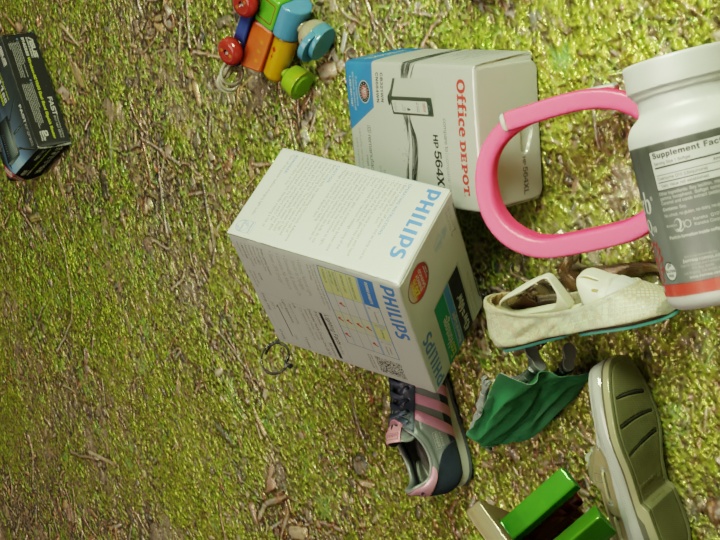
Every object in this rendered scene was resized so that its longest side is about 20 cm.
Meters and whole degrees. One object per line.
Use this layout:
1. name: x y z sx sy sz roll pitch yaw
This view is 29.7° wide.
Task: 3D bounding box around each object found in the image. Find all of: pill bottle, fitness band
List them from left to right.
1. fitness band: 0.195 -0.088 1.222 0.199 0.037 0.144 -13 94 30
2. pill bottle: 0.283 -0.077 1.100 0.116 0.115 0.201 -13 92 54

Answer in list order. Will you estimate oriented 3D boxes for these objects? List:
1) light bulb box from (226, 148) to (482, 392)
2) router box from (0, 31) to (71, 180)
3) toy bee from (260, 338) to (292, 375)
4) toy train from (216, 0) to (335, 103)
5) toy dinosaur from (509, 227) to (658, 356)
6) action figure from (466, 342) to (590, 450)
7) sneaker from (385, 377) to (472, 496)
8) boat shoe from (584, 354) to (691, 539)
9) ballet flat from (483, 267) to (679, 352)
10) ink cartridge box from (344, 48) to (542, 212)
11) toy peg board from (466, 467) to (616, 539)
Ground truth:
1. light bulb box: 0.000 0.000 1.388 0.199 0.125 0.199 16 150 26
2. router box: -0.550 -0.263 2.200 0.150 0.062 0.201 -30 78 52
3. toy bee: -0.032 0.028 1.595 0.200 0.108 0.131 -42 58 25
4. toy train: -0.103 -0.242 1.600 0.116 0.085 0.200 42 135 19
5. toy dinosaur: 0.210 0.009 1.298 0.200 0.058 0.101 -36 90 40
6. action figure: 0.158 0.135 1.378 0.200 0.117 0.055 119 149 -55
7. sneaker: 0.058 0.155 1.517 0.070 0.082 0.201 -32 77 54
8. boat shoe: 0.246 0.180 1.279 0.068 0.075 0.201 -13 93 49
9. ballet flat: 0.195 0.030 1.240 0.199 0.067 0.063 -15 101 37
10. ink cartridge box: 0.082 -0.146 1.371 0.200 0.084 0.147 12 113 51
11. toy peg board: 0.223 0.291 1.300 0.098 0.199 0.200 -41 63 8
